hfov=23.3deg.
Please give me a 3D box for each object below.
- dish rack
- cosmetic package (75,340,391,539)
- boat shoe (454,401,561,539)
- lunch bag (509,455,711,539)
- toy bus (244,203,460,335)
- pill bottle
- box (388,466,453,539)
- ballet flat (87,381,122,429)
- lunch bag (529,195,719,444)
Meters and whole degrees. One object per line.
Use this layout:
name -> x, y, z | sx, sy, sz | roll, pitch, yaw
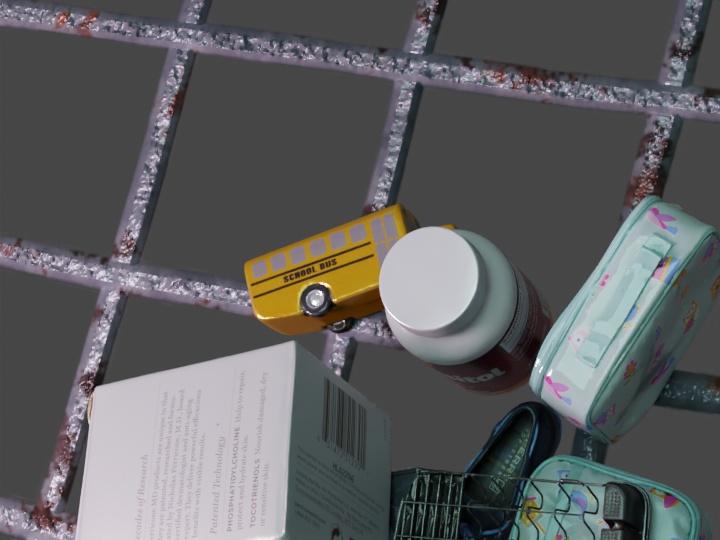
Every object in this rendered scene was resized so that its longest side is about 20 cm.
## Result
dish rack -> 0.121, 0.232, 1.370 | 0.198, 0.055, 0.155 | 2, 72, 23
cosmetic package -> -0.098, 0.180, 1.410 | 0.198, 0.167, 0.168 | -14, 58, 27
boat shoe -> 0.097, 0.196, 1.482 | 0.084, 0.069, 0.201 | 22, 84, 25
lunch bag -> 0.184, 0.260, 1.417 | 0.159, 0.077, 0.202 | 17, 81, 24
toy bus -> 0.000, 0.000, 1.579 | 0.198, 0.065, 0.079 | -20, 67, 15
pill bottle -> 0.087, 0.032, 1.461 | 0.112, 0.200, 0.114 | -6, 72, 20
box -> 0.012, 0.277, 1.468 | 0.160, 0.043, 0.202 | -17, 69, 45
ballet flat -> -0.216, 0.196, 1.606 | 0.070, 0.065, 0.202 | -24, 68, 16
lunch bag -> 0.221, 0.037, 1.430 | 0.077, 0.160, 0.201 | 31, 88, 25
